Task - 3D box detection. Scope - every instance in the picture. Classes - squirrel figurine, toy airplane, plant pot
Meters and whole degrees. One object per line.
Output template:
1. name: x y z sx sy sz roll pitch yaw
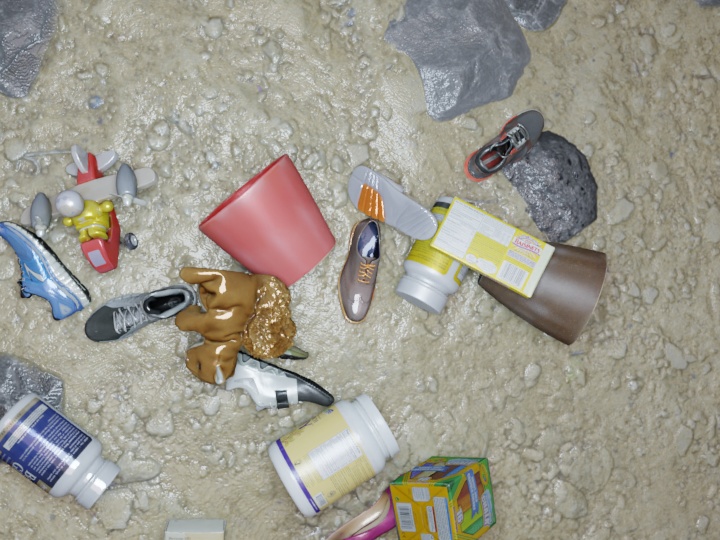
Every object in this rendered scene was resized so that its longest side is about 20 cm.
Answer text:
1. squirrel figurine: -0.204 0.097 1.127 0.200 0.142 0.187 5 86 -5
2. toy airplane: -0.462 -0.120 1.152 0.199 0.141 0.200 31 95 11
3. plant pot: -0.152 -0.074 1.196 0.200 0.200 0.177 -42 105 -10
4. plant pot: 0.332 0.018 1.290 0.200 0.187 0.187 21 83 5

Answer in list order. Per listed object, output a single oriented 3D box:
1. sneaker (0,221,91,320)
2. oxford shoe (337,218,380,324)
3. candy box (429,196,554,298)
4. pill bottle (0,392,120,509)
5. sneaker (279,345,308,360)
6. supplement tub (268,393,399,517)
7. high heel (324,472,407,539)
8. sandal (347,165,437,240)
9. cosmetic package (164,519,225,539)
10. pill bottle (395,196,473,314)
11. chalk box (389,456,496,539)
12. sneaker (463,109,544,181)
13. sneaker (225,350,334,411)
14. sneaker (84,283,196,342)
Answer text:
1. sneaker: -0.557 0.002 1.162 0.089 0.079 0.200 -40 95 -12
2. oxford shoe: 0.000 0.000 1.268 0.071 0.073 0.200 6 86 -11
3. candy box: 0.233 -0.041 1.211 0.200 0.026 0.102 28 80 3
4. pill bottle: -0.507 0.306 1.138 0.200 0.111 0.111 39 81 -6
5. sneaker: -0.172 0.094 1.236 0.200 0.077 0.089 32 73 -10
6. supplement tub: -0.046 0.322 1.207 0.200 0.145 0.146 -31 93 -11
7. high heel: 0.015 0.448 1.249 0.096 0.067 0.200 31 85 -18
8. sandal: 0.064 -0.122 1.281 0.207 0.059 0.079 37 113 21
9. cosmetic package: -0.292 0.542 1.179 0.105 0.071 0.200 2 87 -10
10. pill bottle: 0.152 -0.027 1.278 0.114 0.114 0.200 29 82 -8
11. chalk box: 0.163 0.412 1.233 0.200 0.124 0.125 -9 89 -54
12. sneaker: 0.295 -0.245 1.332 0.200 0.082 0.077 -42 95 -10
13. sneaker: -0.148 0.220 1.233 0.200 0.074 0.089 21 83 1
14. sneaker: -0.384 0.068 1.171 0.200 0.115 0.075 -22 91 -11
